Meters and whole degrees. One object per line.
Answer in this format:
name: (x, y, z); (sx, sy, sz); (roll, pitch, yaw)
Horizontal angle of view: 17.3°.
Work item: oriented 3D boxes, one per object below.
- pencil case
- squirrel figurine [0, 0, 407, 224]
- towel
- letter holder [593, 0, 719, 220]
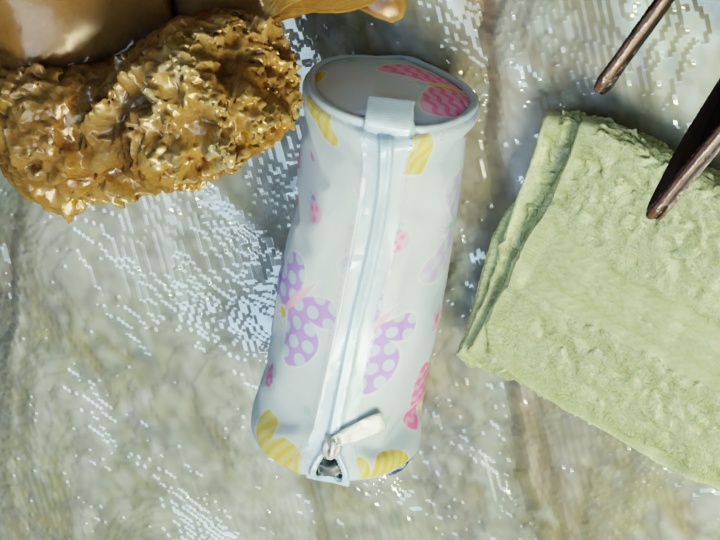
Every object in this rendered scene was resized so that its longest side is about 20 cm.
pencil case: (0.000, 0.000, 1.098); (0.083, 0.091, 0.201); (17, 117, 13)
squirrel figurine: (-0.071, -0.113, 1.025); (0.186, 0.201, 0.142); (-3, 154, 5)
towel: (0.152, 0.021, 1.082); (0.199, 0.036, 0.149); (26, 119, 8)
letter holder: (0.133, -0.125, 0.927); (0.100, 0.200, 0.142); (36, 121, 2)
